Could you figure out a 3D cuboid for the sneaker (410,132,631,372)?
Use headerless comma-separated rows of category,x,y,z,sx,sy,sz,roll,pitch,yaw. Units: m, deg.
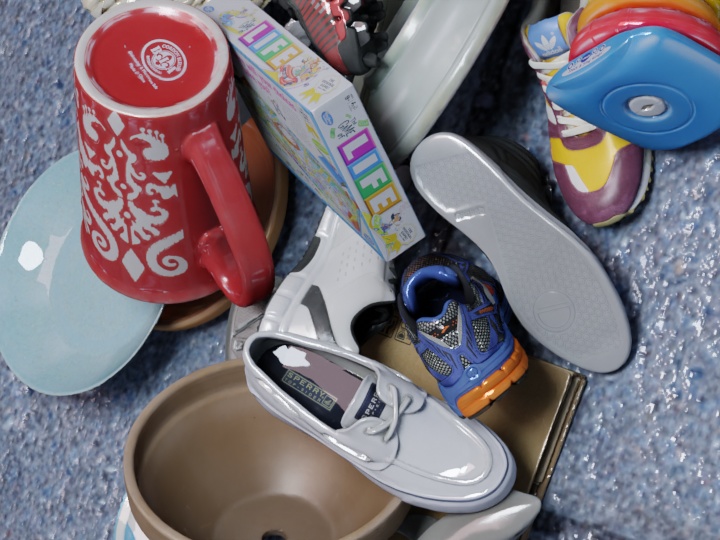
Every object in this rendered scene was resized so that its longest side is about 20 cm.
sneaker,0.123,-0.021,1.529,0.071,0.099,0.200,-43,85,23

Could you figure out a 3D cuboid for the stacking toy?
stacking toy,0.197,-0.191,1.475,0.116,0.110,0.201,-27,46,50

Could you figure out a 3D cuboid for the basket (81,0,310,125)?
basket,-0.108,-0.252,1.682,0.198,0.161,0.200,-50,30,14

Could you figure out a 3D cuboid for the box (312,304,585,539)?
box,0.049,0.121,1.568,0.200,0.021,0.164,20,90,40

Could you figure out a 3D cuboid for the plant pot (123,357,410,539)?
plant pot,-0.061,0.157,1.544,0.201,0.200,0.093,43,145,38

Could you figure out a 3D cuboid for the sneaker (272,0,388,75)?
sneaker,-0.053,-0.213,1.531,0.098,0.071,0.201,-28,79,14

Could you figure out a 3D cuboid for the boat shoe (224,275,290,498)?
boat shoe,-0.075,0.106,1.653,0.074,0.065,0.203,7,85,19

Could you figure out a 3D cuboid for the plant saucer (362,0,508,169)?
plant saucer,0.049,-0.163,1.563,0.200,0.050,0.200,-57,7,11

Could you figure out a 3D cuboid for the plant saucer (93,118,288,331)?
plant saucer,-0.130,-0.048,1.755,0.200,0.037,0.201,-13,68,34

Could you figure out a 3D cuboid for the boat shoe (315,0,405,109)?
boat shoe,0.016,-0.208,1.666,0.068,0.072,0.201,24,93,36

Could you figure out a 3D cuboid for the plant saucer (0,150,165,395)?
plant saucer,-0.208,0.003,1.752,0.201,0.039,0.202,-13,68,35

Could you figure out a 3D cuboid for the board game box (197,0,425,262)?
board game box,-0.036,-0.104,1.544,0.034,0.135,0.200,-34,36,-9

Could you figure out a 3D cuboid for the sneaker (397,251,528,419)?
sneaker,0.060,0.023,1.501,0.075,0.079,0.200,-35,20,2

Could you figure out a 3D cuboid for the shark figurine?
shark figurine,0.033,0.237,1.483,0.128,0.089,0.215,14,90,42

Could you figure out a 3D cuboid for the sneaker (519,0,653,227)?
sneaker,0.145,-0.129,1.526,0.075,0.090,0.201,-18,65,33

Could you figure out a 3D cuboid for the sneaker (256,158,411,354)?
sneaker,0.000,0.000,1.596,0.080,0.074,0.200,16,59,18

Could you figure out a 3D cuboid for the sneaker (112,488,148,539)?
sneaker,-0.136,0.234,1.653,0.081,0.076,0.201,0,82,31

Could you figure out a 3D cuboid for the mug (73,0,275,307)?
mug,-0.122,-0.081,1.591,0.177,0.200,0.134,20,56,14

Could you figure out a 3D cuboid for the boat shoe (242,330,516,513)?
boat shoe,0.007,0.098,1.472,0.199,0.065,0.074,21,74,18
